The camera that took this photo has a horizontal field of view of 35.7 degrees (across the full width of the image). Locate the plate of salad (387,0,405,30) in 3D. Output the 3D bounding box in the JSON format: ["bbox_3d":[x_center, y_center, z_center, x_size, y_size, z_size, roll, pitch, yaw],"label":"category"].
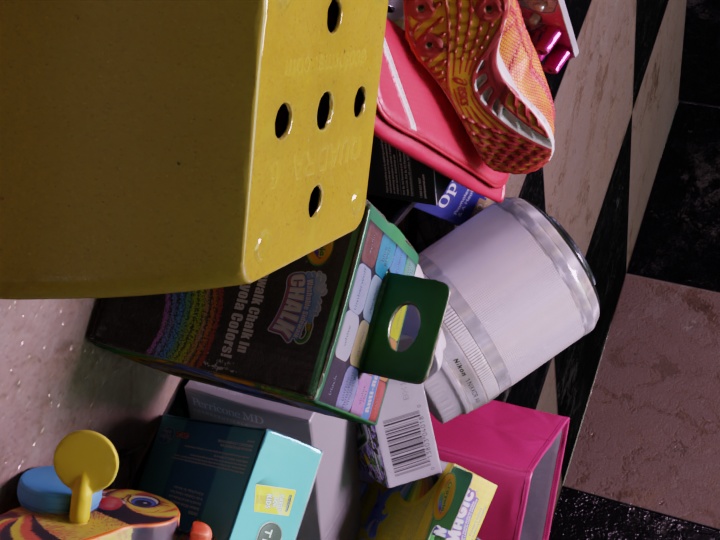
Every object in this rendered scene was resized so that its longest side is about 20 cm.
[{"bbox_3d":[-0.029,-0.158,0.699,0.200,0.048,0.200,-26,154,-13],"label":"plate of salad"}]

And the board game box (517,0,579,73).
[{"bbox_3d":[0.041,-0.226,0.763,0.026,0.200,0.200,-55,147,-12],"label":"board game box"}]

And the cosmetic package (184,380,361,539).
[{"bbox_3d":[-0.062,0.148,0.865,0.090,0.107,0.200,-58,151,-45],"label":"cosmetic package"}]

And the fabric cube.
[{"bbox_3d":[0.101,0.253,1.237,0.200,0.199,0.197,-23,124,-66],"label":"fabric cube"}]

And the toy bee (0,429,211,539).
[{"bbox_3d":[-0.145,0.146,0.635,0.200,0.109,0.131,-49,144,-53],"label":"toy bee"}]

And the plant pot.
[{"bbox_3d":[-0.095,-0.090,0.527,0.200,0.176,0.200,-31,130,-64],"label":"plant pot"}]

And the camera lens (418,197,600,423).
[{"bbox_3d":[0.121,0.036,1.106,0.200,0.160,0.160,-34,150,-5],"label":"camera lens"}]

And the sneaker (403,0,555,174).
[{"bbox_3d":[0.076,-0.150,0.726,0.200,0.073,0.077,63,24,-44],"label":"sneaker"}]

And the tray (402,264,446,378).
[{"bbox_3d":[0.030,0.052,0.919,0.200,0.022,0.108,121,-47,-69],"label":"tray"}]

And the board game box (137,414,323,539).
[{"bbox_3d":[-0.109,0.197,0.707,0.047,0.151,0.200,26,74,-30],"label":"board game box"}]

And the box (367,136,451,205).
[{"bbox_3d":[0.027,-0.146,0.873,0.200,0.141,0.079,-58,152,-43],"label":"box"}]

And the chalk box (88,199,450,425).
[{"bbox_3d":[-0.041,0.021,0.703,0.124,0.200,0.125,40,64,-68],"label":"chalk box"}]

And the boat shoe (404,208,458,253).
[{"bbox_3d":[0.075,-0.003,1.210,0.066,0.070,0.200,-33,135,-46],"label":"boat shoe"}]

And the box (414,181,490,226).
[{"bbox_3d":[0.080,-0.114,1.084,0.200,0.032,0.121,17,101,-52],"label":"box"}]

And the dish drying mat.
[{"bbox_3d":[0.053,-0.105,0.749,0.200,0.018,0.077,20,69,-55],"label":"dish drying mat"}]

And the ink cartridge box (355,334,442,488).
[{"bbox_3d":[0.001,0.105,0.930,0.200,0.050,0.109,-177,-106,-73],"label":"ink cartridge box"}]

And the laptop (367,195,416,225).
[{"bbox_3d":[0.000,0.000,0.922,0.116,0.200,0.187,62,33,-15],"label":"laptop"}]

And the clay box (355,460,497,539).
[{"bbox_3d":[0.040,0.209,0.912,0.115,0.048,0.200,-65,-161,-11],"label":"clay box"}]
